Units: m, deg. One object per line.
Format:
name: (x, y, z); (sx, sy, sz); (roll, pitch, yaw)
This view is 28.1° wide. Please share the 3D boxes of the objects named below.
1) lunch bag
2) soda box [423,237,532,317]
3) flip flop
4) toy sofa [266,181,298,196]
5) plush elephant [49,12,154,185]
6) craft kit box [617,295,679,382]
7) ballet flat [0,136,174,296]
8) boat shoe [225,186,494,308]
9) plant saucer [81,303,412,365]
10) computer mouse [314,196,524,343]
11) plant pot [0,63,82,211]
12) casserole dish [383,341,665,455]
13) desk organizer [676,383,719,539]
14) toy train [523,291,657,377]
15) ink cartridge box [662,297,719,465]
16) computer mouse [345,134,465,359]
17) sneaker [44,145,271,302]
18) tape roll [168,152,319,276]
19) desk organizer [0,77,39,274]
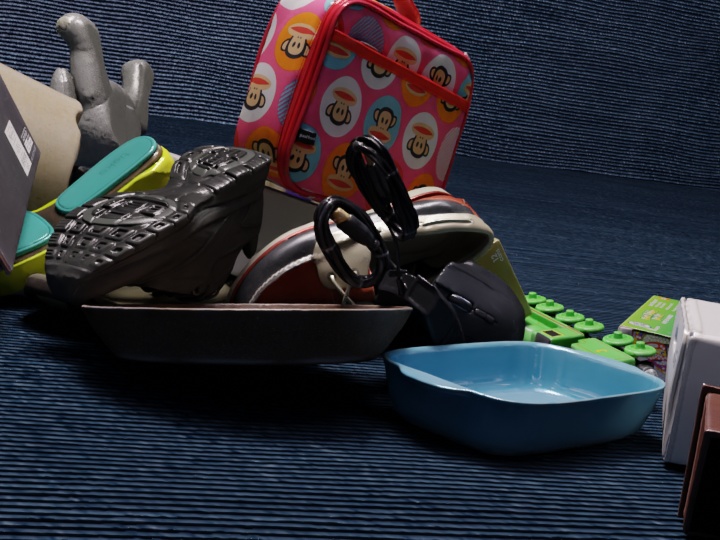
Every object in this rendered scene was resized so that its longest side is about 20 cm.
lunch bag: (0.003, -0.134, 1.103); (0.081, 0.178, 0.199); (20, 2, 38)
soda box: (0.061, 0.000, 1.151); (0.064, 0.068, 0.200); (-30, 18, -10)
flip flop: (-0.156, 0.003, 1.007); (0.080, 0.058, 0.199); (15, 10, 32)
toy sofa: (-0.068, -0.065, 1.450); (0.096, 0.084, 0.200); (10, 9, 12)
plush elephant: (-0.316, -0.148, 1.547); (0.153, 0.202, 0.164); (-12, -12, 19)
craft kit box: (0.308, 0.068, 1.123); (0.195, 0.049, 0.200); (15, 10, 18)
ballet flat: (-0.212, -0.021, 1.022); (0.199, 0.068, 0.067); (-33, 37, -19)
boat shoe: (0.000, 0.000, 1.012); (0.198, 0.072, 0.063); (-24, 38, -22)
plant saucer: (-0.067, 0.037, 0.866); (0.198, 0.035, 0.200); (0, 0, 0)
computer mouse: (0.046, 0.008, 0.971); (0.199, 0.059, 0.034); (30, -7, -35)
plant pot: (-0.327, -0.099, 1.144); (0.182, 0.203, 0.200); (18, 5, -21)
casserole dish: (0.099, 0.076, 0.872); (0.120, 0.039, 0.199); (17, 13, 42)
desk organizer: (0.253, 0.116, 0.676); (0.198, 0.073, 0.077); (11, 11, 13)
toy train: (0.150, 0.055, 1.062); (0.056, 0.042, 0.200); (-6, 14, -21)
ink cartridge box: (0.287, 0.082, 0.879); (0.198, 0.086, 0.146); (13, 9, 10)
computer mouse: (0.031, -0.005, 0.896); (0.034, 0.201, 0.058); (-39, 46, -24)
sneaker: (-0.123, -0.013, 0.940); (0.075, 0.092, 0.199); (16, 30, 32)
tape roll: (-0.086, -0.034, 1.151); (0.200, 0.072, 0.202); (20, 1, 0)
desk organizer: (-0.274, -0.059, 0.963); (0.076, 0.072, 0.200); (-21, 27, 4)
